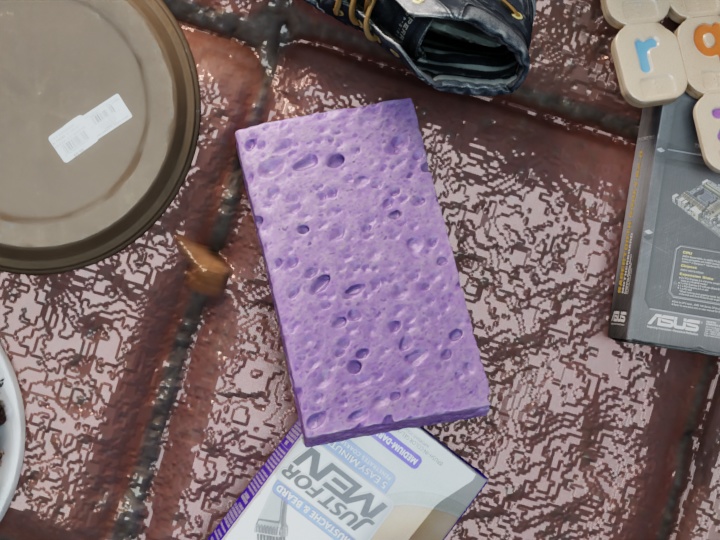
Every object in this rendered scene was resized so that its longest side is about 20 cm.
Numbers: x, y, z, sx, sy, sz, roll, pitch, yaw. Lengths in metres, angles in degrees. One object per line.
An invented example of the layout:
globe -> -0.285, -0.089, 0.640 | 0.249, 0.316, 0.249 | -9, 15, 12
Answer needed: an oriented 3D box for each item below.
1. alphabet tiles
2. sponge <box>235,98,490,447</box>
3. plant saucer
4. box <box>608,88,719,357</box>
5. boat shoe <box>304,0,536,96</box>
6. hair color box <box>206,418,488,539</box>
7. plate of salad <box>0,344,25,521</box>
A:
alphabet tiles -> 0.243, -0.157, 1.385 | 0.198, 0.015, 0.197 | -8, 76, -14
sponge -> 0.000, 0.000, 1.341 | 0.111, 0.030, 0.201 | -11, 70, -8
plant saucer -> -0.193, -0.098, 1.354 | 0.198, 0.029, 0.202 | 0, 90, -8
box -> 0.263, -0.019, 1.400 | 0.198, 0.048, 0.160 | 8, 88, -7
boat shoe -> 0.011, -0.166, 1.336 | 0.199, 0.091, 0.071 | 17, 122, -8
hair color box -> -0.028, 0.169, 1.360 | 0.109, 0.065, 0.200 | 37, 88, -6
plate of salad -> -0.297, 0.097, 1.334 | 0.198, 0.048, 0.202 | 0, 90, -7
